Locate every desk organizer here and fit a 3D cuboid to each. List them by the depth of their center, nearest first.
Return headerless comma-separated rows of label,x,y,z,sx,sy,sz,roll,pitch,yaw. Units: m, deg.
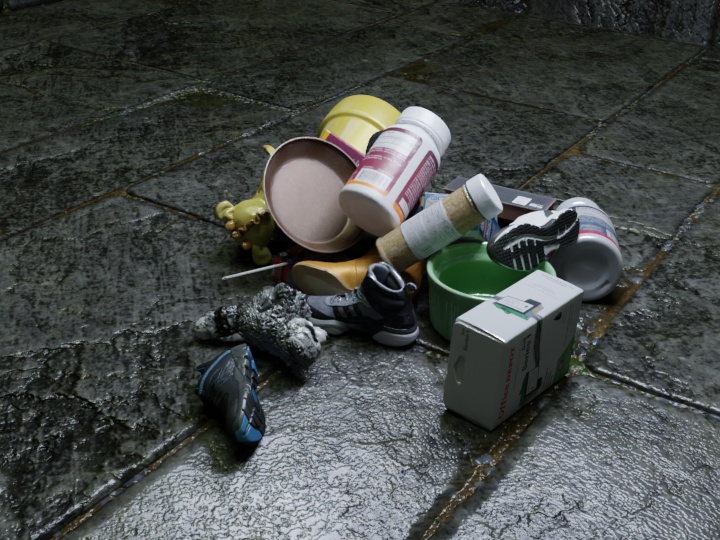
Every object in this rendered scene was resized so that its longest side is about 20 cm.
desk organizer,0.256,-0.109,1.845,0.198,0.078,0.072,16,30,24

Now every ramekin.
ramekin,0.198,0.042,1.527,0.198,0.099,0.200,2,27,-1

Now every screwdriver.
screwdriver,-0.132,-0.011,1.576,0.198,0.028,0.029,-9,63,-28

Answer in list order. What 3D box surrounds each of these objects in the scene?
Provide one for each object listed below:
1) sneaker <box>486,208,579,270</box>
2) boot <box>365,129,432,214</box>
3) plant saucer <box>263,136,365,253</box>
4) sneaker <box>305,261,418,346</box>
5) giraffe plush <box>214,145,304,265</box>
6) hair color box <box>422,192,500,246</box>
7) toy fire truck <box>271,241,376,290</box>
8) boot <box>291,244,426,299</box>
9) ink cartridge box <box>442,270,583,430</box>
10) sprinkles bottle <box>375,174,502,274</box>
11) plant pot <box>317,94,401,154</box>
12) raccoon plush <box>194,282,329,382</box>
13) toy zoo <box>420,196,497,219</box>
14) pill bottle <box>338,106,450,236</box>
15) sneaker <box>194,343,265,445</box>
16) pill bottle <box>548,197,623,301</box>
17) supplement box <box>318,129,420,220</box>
sneaker,0.257,-0.048,1.540,0.199,0.074,0.080,-17,16,-41
boot,0.077,-0.180,1.845,0.069,0.202,0.131,12,31,35
plant saucer,-0.076,-0.120,1.621,0.199,0.202,0.037,-19,-7,-35
sneaker,-0.004,0.039,1.498,0.198,0.115,0.076,12,28,18
giraffe plush,-0.161,-0.097,1.725,0.172,0.200,0.162,40,74,17
hair color box,0.173,-0.070,1.654,0.099,0.061,0.200,5,-12,18
toy fire truck,-0.040,-0.016,1.672,0.140,0.049,0.200,21,34,27
boot,0.001,0.000,1.604,0.200,0.071,0.144,19,41,6
ink cartridge box,0.210,0.107,1.351,0.084,0.147,0.199,25,36,34
sprinkles bottle,0.120,-0.070,1.526,0.199,0.068,0.068,-32,21,17
plant pot,-0.015,-0.205,1.902,0.199,0.202,0.189,15,45,23
raccoon plush,-0.142,0.110,1.426,0.199,0.097,0.135,-23,38,14
toy zoo,0.176,-0.094,1.739,0.130,0.021,0.200,8,-12,11
pill bottle,0.060,-0.164,1.614,0.113,0.115,0.201,19,62,30
sneaker,-0.173,0.172,1.296,0.081,0.074,0.200,-17,24,-2
pill bottle,0.378,-0.045,1.686,0.118,0.121,0.200,5,27,5
supplement box,0.002,-0.147,1.731,0.199,0.086,0.110,34,-4,7
